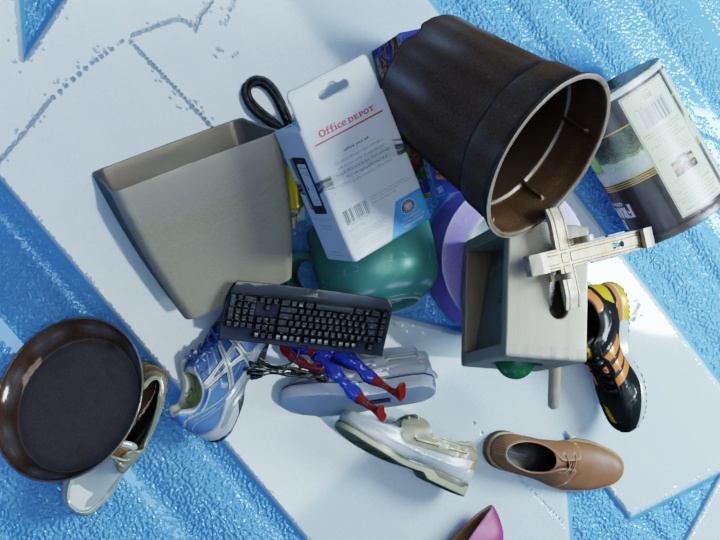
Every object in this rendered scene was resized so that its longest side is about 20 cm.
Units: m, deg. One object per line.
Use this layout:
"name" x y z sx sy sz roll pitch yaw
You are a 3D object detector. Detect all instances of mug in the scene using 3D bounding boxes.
"mug" 0.011 -0.002 1.525 0.151 0.185 0.115 -6 74 -33

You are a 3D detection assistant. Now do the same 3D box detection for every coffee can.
"coffee can" 0.375 -0.154 1.619 0.146 0.146 0.201 -33 97 -12

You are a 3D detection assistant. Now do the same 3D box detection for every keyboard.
"keyboard" -0.068 0.080 1.447 0.198 0.021 0.128 7 114 -15

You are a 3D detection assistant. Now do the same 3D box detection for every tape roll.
"tape roll" 0.186 -0.016 1.603 0.198 0.085 0.202 0 90 -15

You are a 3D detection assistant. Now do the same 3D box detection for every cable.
"cable" -0.077 -0.157 1.552 0.097 0.050 0.201 -22 97 -14

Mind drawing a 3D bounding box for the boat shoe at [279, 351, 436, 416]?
"boat shoe" -0.006 0.140 1.569 0.198 0.074 0.066 -4 60 -9

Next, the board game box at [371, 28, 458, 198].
"board game box" 0.072 -0.191 1.548 0.044 0.134 0.202 -13 93 -14

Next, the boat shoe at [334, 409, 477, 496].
"boat shoe" 0.060 0.217 1.581 0.199 0.075 0.069 29 77 -20

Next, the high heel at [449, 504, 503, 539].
"high heel" 0.097 0.369 1.584 0.198 0.067 0.097 -11 103 -19

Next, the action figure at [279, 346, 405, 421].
"action figure" -0.037 0.107 1.522 0.199 0.052 0.065 31 65 27

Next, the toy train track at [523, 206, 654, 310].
"toy train track" 0.269 -0.023 1.401 0.199 0.032 0.116 -13 91 -35

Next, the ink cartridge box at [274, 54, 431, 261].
"ink cartridge box" -0.015 -0.125 1.378 0.116 0.068 0.201 -30 108 -25

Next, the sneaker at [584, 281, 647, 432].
"sneaker" 0.315 0.117 1.629 0.090 0.070 0.202 -5 85 -40

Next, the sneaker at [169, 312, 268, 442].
"sneaker" -0.169 0.107 1.507 0.077 0.075 0.201 23 82 -41

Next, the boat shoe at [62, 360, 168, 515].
"boat shoe" -0.296 0.202 1.479 0.074 0.068 0.201 28 85 -18

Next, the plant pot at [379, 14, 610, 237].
"plant pot" 0.138 -0.175 1.372 0.200 0.201 0.198 -45 61 -10

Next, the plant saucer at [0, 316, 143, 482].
"plant saucer" -0.336 0.153 1.448 0.199 0.035 0.202 -8 64 18

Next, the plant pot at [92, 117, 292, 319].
"plant pot" -0.184 -0.058 1.464 0.199 0.200 0.178 -22 108 -13

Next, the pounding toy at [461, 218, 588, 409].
"pounding toy" 0.208 0.059 1.486 0.141 0.184 0.202 5 80 -14

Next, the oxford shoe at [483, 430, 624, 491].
"oxford shoe" 0.265 0.256 1.631 0.198 0.071 0.072 9 86 -16
